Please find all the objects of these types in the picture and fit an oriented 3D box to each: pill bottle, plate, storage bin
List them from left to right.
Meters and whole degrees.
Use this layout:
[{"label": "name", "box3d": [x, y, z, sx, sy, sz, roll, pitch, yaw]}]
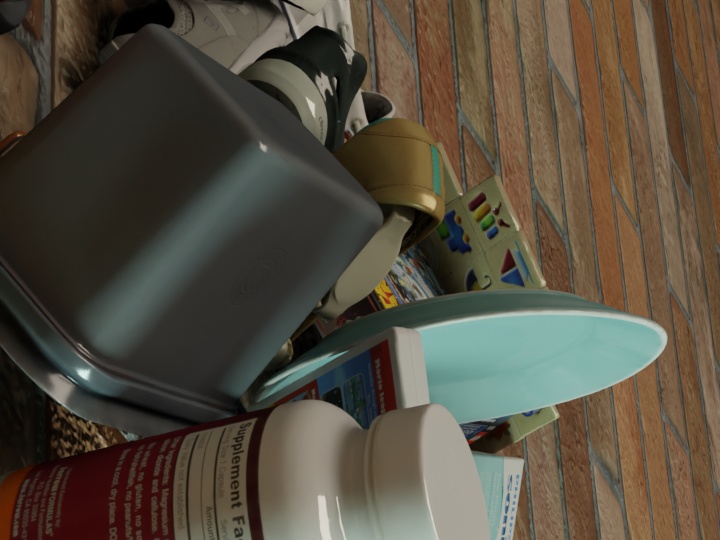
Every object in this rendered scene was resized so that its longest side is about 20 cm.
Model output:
[{"label": "storage bin", "box3d": [-0.086, -0.023, 1.177, 0.146, 0.134, 0.200, 46, 6, 21]}, {"label": "pill bottle", "box3d": [-0.052, 0.118, 1.120, 0.113, 0.199, 0.114, -14, 90, -73]}, {"label": "plate", "box3d": [0.046, 0.040, 1.295, 0.200, 0.199, 0.026, 34, 44, -67]}]

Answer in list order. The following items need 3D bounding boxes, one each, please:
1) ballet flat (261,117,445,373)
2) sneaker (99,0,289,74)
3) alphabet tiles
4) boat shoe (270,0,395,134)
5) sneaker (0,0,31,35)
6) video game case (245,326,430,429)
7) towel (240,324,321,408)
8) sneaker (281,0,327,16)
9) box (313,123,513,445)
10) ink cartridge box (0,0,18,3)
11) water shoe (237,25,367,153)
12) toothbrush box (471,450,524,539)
[{"label": "ballet flat", "box3d": [-0.038, 0.007, 1.278, 0.068, 0.200, 0.063, 25, 32, -38]}, {"label": "sneaker", "box3d": [-0.090, -0.124, 1.415, 0.082, 0.075, 0.200, 49, 14, -15]}, {"label": "alphabet tiles", "box3d": [0.041, 0.028, 1.545, 0.006, 0.200, 0.167, -17, 79, -38]}, {"label": "boat shoe", "box3d": [-0.008, -0.081, 1.622, 0.074, 0.065, 0.201, -111, -177, -50]}, {"label": "sneaker", "box3d": [-0.149, -0.203, 1.256, 0.074, 0.087, 0.201, 53, 28, -54]}, {"label": "video game case", "box3d": [-0.030, 0.126, 1.233, 0.017, 0.200, 0.144, 9, 64, -36]}, {"label": "towel", "box3d": [-0.051, 0.012, 1.506, 0.192, 0.034, 0.202, -25, 102, -73]}, {"label": "sneaker", "box3d": [-0.034, -0.232, 1.503, 0.080, 0.147, 0.200, 24, 13, -17]}, {"label": "box", "box3d": [0.000, 0.000, 1.472, 0.201, 0.040, 0.137, 60, 15, 17]}, {"label": "ink cartridge box", "box3d": [-0.100, -0.204, 1.173, 0.199, 0.144, 0.146, -14, 89, -38]}, {"label": "water shoe", "box3d": [-0.040, -0.033, 1.350, 0.079, 0.071, 0.201, -43, 164, -40]}, {"label": "toothbrush box", "box3d": [0.015, 0.163, 1.439, 0.200, 0.085, 0.148, 12, 86, -71]}]
